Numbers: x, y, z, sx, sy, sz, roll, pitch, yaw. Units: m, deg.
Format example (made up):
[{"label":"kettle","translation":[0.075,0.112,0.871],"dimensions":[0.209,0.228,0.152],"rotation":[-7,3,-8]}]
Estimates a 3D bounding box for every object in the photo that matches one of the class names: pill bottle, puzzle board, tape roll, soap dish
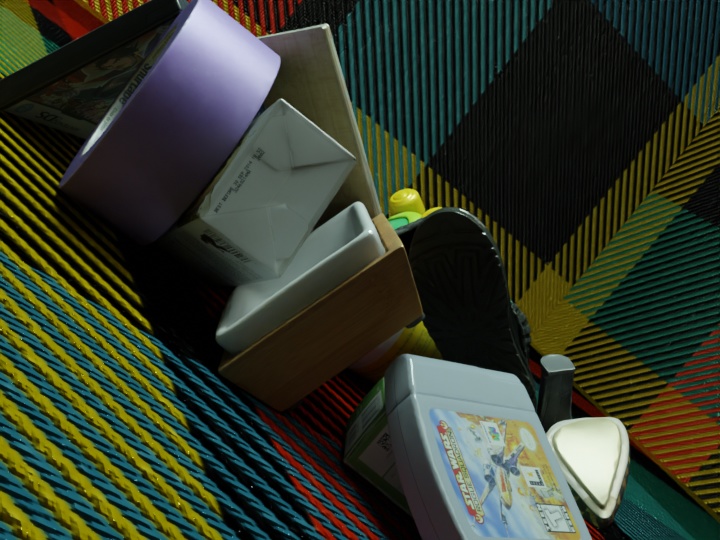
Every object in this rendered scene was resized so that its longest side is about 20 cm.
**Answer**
[{"label":"pill bottle","translation":[0.040,0.068,1.040],"dimensions":[0.200,0.114,0.114],"rotation":[35,7,-32]},{"label":"puzzle board","translation":[-0.053,-0.117,0.923],"dimensions":[0.150,0.017,0.201],"rotation":[4,-63,45]},{"label":"tape roll","translation":[-0.160,-0.125,0.846],"dimensions":[0.085,0.200,0.200],"rotation":[37,6,-20]},{"label":"soap dish","translation":[-0.030,0.024,0.798],"dimensions":[0.081,0.157,0.200],"rotation":[55,3,-9]}]

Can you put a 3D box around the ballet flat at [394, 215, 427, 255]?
[{"label":"ballet flat","translation":[0.000,0.000,0.927],"dimensions":[0.067,0.199,0.057],"rotation":[56,-10,23]}]

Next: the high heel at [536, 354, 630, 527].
[{"label":"high heel","translation":[0.179,0.182,0.847],"dimensions":[0.071,0.143,0.200],"rotation":[-2,28,-1]}]

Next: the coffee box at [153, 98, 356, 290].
[{"label":"coffee box","translation":[-0.094,-0.054,0.834],"dimensions":[0.080,0.113,0.200],"rotation":[37,-15,-15]}]

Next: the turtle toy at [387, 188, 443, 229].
[{"label":"turtle toy","translation":[0.051,-0.009,1.159],"dimensions":[0.200,0.101,0.146],"rotation":[38,-23,58]}]

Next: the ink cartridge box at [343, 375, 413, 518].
[{"label":"ink cartridge box","translation":[0.081,0.170,0.773],"dimensions":[0.200,0.059,0.104],"rotation":[39,6,-4]}]

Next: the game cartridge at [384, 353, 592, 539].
[{"label":"game cartridge","translation":[0.088,0.147,0.687],"dimensions":[0.133,0.042,0.201],"rotation":[17,40,-40]}]

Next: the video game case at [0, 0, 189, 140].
[{"label":"video game case","translation":[-0.230,-0.193,0.989],"dimensions":[0.026,0.199,0.181],"rotation":[67,10,7]}]

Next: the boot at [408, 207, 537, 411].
[{"label":"boot","translation":[0.101,0.026,0.910],"dimensions":[0.158,0.079,0.212],"rotation":[-72,146,-68]}]

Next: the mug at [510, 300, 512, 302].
[{"label":"mug","translation":[0.116,0.074,1.266],"dimensions":[0.185,0.152,0.114],"rotation":[42,4,25]}]
